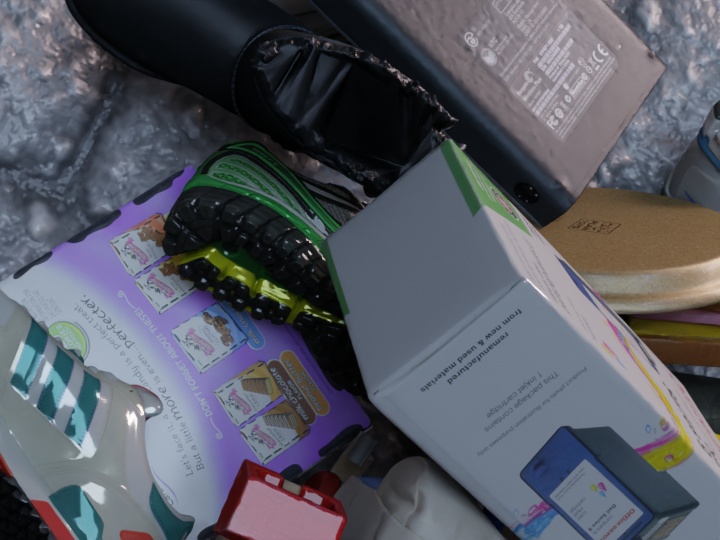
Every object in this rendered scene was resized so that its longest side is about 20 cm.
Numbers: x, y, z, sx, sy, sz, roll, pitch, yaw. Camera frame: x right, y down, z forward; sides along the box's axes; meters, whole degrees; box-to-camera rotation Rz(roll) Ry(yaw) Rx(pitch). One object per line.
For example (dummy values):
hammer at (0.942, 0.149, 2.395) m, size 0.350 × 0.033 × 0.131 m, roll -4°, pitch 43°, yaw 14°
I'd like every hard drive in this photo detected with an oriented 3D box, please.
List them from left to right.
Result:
hard drive at (0.064, -0.138, 1.035) m, size 0.200 × 0.033 × 0.140 m, roll 44°, pitch 52°, yaw -8°

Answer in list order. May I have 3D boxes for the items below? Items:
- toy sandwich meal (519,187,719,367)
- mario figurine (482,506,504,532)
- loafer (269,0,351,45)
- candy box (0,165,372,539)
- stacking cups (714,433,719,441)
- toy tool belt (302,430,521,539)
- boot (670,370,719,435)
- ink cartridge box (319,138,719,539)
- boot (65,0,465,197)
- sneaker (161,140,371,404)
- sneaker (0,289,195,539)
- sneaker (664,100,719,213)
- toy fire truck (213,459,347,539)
toy sandwich meal at (0.131, 0.009, 1.041) m, size 0.205 × 0.205 × 0.070 m, roll -5°, pitch 109°, yaw -18°
mario figurine at (0.059, 0.196, 0.980) m, size 0.200 × 0.123 × 0.106 m, roll -54°, pitch 137°, yaw -28°
loafer at (0.003, -0.136, 1.086) m, size 0.200 × 0.070 × 0.070 m, roll -7°, pitch 84°, yaw -12°
candy box at (-0.126, 0.071, 0.985) m, size 0.200 × 0.072 × 0.168 m, roll -33°, pitch 86°, yaw -22°
stacking cups at (0.108, 0.083, 1.019) m, size 0.200 × 0.061 × 0.061 m, roll 20°, pitch 68°, yaw 17°
toy tool belt at (0.033, 0.156, 0.900) m, size 0.123 × 0.200 × 0.125 m, roll 35°, pitch 84°, yaw -11°
boot at (0.215, 0.076, 1.051) m, size 0.200 × 0.131 × 0.068 m, roll 2°, pitch 75°, yaw -16°
ink cartridge box at (0.085, 0.056, 0.874) m, size 0.087 × 0.145 × 0.200 m, roll -39°, pitch 118°, yaw 10°
boot at (-0.051, -0.104, 0.959) m, size 0.198 × 0.162 × 0.073 m, roll 31°, pitch 93°, yaw -17°
sneaker at (0.000, 0.000, 0.976) m, size 0.200 × 0.078 × 0.085 m, roll 36°, pitch 44°, yaw -16°
sneaker at (-0.151, 0.063, 0.914) m, size 0.093 × 0.070 × 0.200 m, roll -23°, pitch 80°, yaw -38°
sneaker at (0.255, -0.003, 1.107) m, size 0.075 × 0.087 × 0.200 m, roll -26°, pitch 72°, yaw -44°
toy fire truck at (-0.069, 0.163, 0.897) m, size 0.049 × 0.200 × 0.141 m, roll 24°, pitch 80°, yaw -8°
